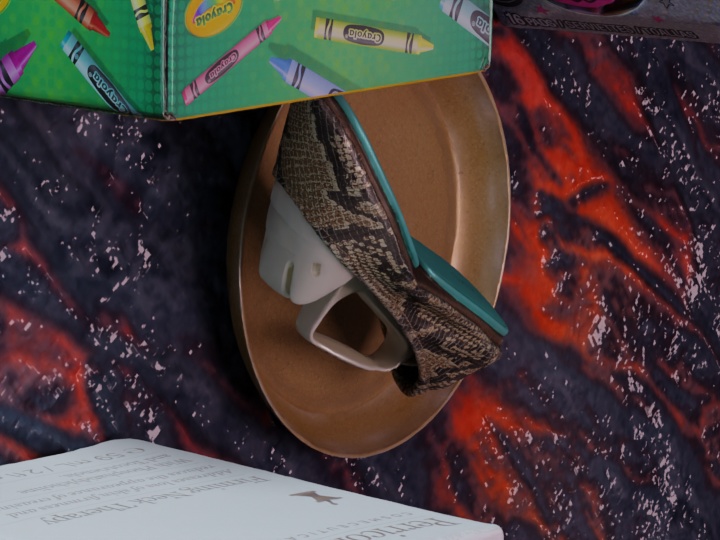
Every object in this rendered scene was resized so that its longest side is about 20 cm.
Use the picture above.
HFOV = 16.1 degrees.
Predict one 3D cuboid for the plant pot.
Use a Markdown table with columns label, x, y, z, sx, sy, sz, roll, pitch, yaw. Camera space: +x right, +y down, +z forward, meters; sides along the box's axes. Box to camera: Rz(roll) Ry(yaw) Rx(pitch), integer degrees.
| label | x | y | z | sx | sy | sz | roll | pitch | yaw |
| --- | --- | --- | --- | --- | --- | --- | --- | --- | --- |
| plant pot | 0.001 | -0.016 | 1.158 | 0.199 | 0.027 | 0.202 | -17 | 112 | -49 |

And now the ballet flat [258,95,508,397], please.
| label | x | y | z | sx | sy | sz | roll | pitch | yaw |
| --- | --- | --- | --- | --- | --- | --- | --- | --- | --- |
| ballet flat | 0.000 | 0.000 | 1.086 | 0.075 | 0.068 | 0.200 | -37 | 142 | 1 |

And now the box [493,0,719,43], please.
| label | x | y | z | sx | sy | sz | roll | pitch | yaw |
| --- | --- | --- | --- | --- | --- | --- | --- | --- | --- |
| box | 0.148 | -0.187 | 1.166 | 0.133 | 0.199 | 0.115 | -60 | 136 | -24 |

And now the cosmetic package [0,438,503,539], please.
| label | x | y | z | sx | sy | sz | roll | pitch | yaw |
| --- | --- | --- | --- | --- | --- | --- | --- | --- | --- |
| cosmetic package | -0.075 | 0.169 | 0.959 | 0.167 | 0.199 | 0.168 | -7 | 103 | -52 |

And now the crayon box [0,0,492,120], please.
| label | x | y | z | sx | sy | sz | roll | pitch | yaw |
| --- | --- | --- | --- | --- | --- | --- | --- | --- | --- |
| crayon box | -0.052 | -0.102 | 0.994 | 0.199 | 0.118 | 0.059 | -13 | 108 | -50 |
